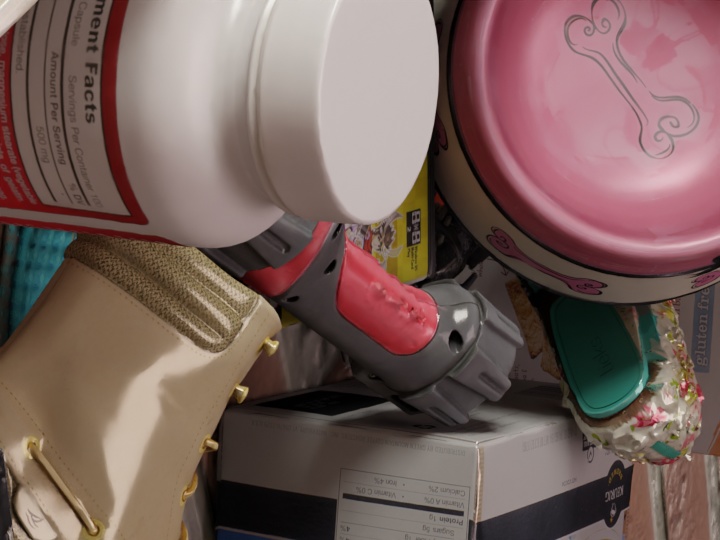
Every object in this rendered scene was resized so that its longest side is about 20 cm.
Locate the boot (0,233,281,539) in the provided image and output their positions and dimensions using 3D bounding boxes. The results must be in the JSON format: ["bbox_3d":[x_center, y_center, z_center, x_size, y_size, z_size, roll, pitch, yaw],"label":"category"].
[{"bbox_3d":[-0.074,0.083,0.941,0.200,0.073,0.156,48,68,-31],"label":"boot"}]

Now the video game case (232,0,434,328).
[{"bbox_3d":[-0.033,-0.076,1.022,0.180,0.025,0.201,-18,112,-48],"label":"video game case"}]

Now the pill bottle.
[{"bbox_3d":[-0.081,-0.067,0.819,0.112,0.199,0.113,-26,119,-60],"label":"pill bottle"}]

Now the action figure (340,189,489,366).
[{"bbox_3d":[0.039,-0.051,1.182,0.200,0.102,0.119,-46,172,0],"label":"action figure"}]

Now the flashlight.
[{"bbox_3d":[0.000,0.000,1.008,0.200,0.067,0.068,36,76,-48],"label":"flashlight"}]

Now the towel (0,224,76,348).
[{"bbox_3d":[-0.109,0.064,0.998,0.146,0.022,0.201,5,92,-63],"label":"towel"}]

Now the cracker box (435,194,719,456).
[{"bbox_3d":[0.132,0.016,1.271,0.058,0.199,0.135,-13,108,-61],"label":"cracker box"}]

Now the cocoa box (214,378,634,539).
[{"bbox_3d":[0.033,0.125,1.170,0.200,0.133,0.132,-8,102,-63],"label":"cocoa box"}]

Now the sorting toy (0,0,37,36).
[{"bbox_3d":[-0.141,-0.134,0.743,0.107,0.199,0.181,101,15,-57],"label":"sorting toy"}]

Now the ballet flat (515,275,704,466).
[{"bbox_3d":[0.119,0.016,1.186,0.064,0.075,0.201,41,31,-37],"label":"ballet flat"}]

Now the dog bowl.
[{"bbox_3d":[0.123,-0.085,1.100,0.074,0.199,0.202,167,-69,-83],"label":"dog bowl"}]

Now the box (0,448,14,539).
[{"bbox_3d":[-0.188,0.158,0.783,0.200,0.046,0.160,-28,122,-44],"label":"box"}]
